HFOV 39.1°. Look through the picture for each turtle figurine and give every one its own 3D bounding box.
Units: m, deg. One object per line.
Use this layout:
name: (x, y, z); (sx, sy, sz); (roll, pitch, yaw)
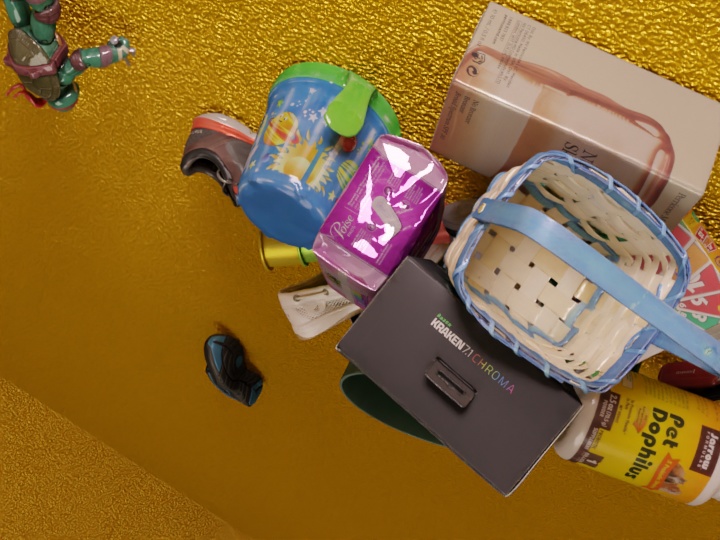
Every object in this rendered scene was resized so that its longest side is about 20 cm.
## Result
turtle figurine: (-0.301, -0.225, 0.997); (0.148, 0.101, 0.201); (18, 148, 18)

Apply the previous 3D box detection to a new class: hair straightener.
hair straightener: (0.401, 0.113, 1.039); (0.077, 0.041, 0.199); (35, 149, -19)

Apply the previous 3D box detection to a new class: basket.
basket: (0.148, 0.001, 0.707); (0.175, 0.140, 0.200); (35, -176, -17)

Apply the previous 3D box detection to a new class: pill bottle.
pill bottle: (0.308, 0.172, 1.049); (0.197, 0.110, 0.110); (19, 155, 0)

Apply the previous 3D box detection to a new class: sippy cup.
sippy cup: (-0.046, -0.097, 0.935); (0.138, 0.131, 0.179); (12, 146, 21)

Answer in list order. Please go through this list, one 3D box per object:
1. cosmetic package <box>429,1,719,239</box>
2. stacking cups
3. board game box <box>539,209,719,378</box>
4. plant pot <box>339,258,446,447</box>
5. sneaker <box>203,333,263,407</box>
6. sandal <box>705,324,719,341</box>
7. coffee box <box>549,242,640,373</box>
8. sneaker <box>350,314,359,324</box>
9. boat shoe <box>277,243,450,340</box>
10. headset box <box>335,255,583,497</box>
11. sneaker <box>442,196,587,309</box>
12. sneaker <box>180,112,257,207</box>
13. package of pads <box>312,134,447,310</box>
cosmetic package: (0.164, -0.108, 0.780); (0.198, 0.088, 0.104); (24, 154, 5)
stacking cups: (-0.002, -0.035, 1.037); (0.197, 0.061, 0.061); (-3, 148, 9)
board game box: (0.244, 0.031, 0.912); (0.096, 0.030, 0.200); (55, 142, 4)
plant pot: (0.095, 0.084, 1.108); (0.198, 0.163, 0.201); (17, 157, 7)
sneaker: (-0.229, 0.164, 1.677); (0.081, 0.074, 0.201); (17, 152, 22)
sandal: (0.385, 0.051, 0.916); (0.200, 0.050, 0.083); (10, 158, 1)
coffee box: (0.239, 0.041, 1.038); (0.121, 0.044, 0.201); (17, 152, 18)
sneaker: (-0.001, 0.012, 1.164); (0.074, 0.083, 0.201); (11, 150, 29)
boat shoe: (0.000, 0.000, 1.078); (0.198, 0.071, 0.070); (-30, 106, 11)
headset box: (0.084, 0.078, 0.829); (0.174, 0.093, 0.200); (41, -175, 6)
sneaker: (0.160, -0.011, 0.924); (0.199, 0.075, 0.117); (2, 103, 49)
sneaker: (-0.098, -0.090, 1.065); (0.198, 0.083, 0.077); (22, 154, 5)
package of pads: (0.020, -0.033, 0.893); (0.075, 0.121, 0.200); (31, 173, 7)
